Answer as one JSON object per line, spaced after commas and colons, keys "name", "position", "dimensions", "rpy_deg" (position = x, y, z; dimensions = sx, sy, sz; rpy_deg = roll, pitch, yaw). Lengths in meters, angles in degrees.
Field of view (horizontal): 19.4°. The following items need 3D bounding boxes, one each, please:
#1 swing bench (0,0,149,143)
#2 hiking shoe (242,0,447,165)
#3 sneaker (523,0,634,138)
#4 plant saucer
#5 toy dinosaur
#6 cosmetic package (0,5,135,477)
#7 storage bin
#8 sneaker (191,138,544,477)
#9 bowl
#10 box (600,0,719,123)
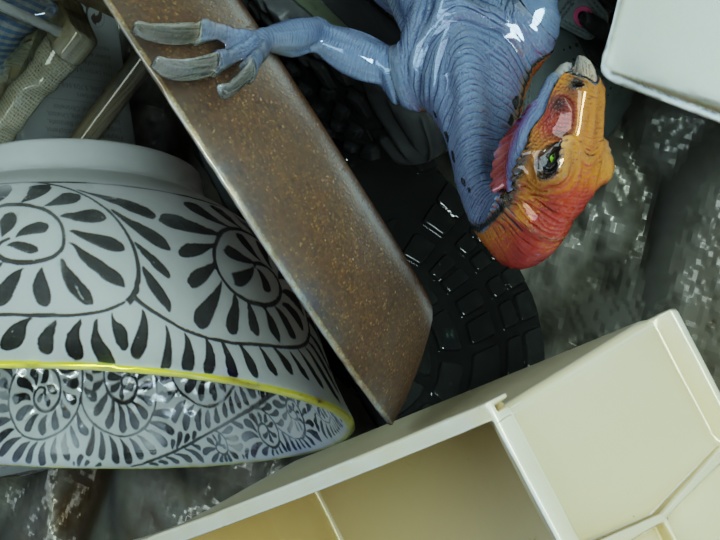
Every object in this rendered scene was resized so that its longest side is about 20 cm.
{"name": "swing bench", "position": [-0.203, -0.067, 0.774], "dimensions": [0.130, 0.200, 0.199], "rpy_deg": [45, 107, 24]}
{"name": "hiking shoe", "position": [-0.010, -0.125, 0.744], "dimensions": [0.101, 0.076, 0.200], "rpy_deg": [-33, 63, -10]}
{"name": "sneaker", "position": [0.116, -0.102, 0.687], "dimensions": [0.121, 0.084, 0.200], "rpy_deg": [34, 108, 45]}
{"name": "plant saucer", "position": [-0.033, -0.044, 0.651], "dimensions": [0.034, 0.200, 0.200], "rpy_deg": [-33, 65, 1]}
{"name": "toy dinosaur", "position": [0.041, -0.080, 0.577], "dimensions": [0.105, 0.200, 0.182], "rpy_deg": [-34, 65, 35]}
{"name": "cosmetic package", "position": [-0.149, -0.017, 0.901], "dimensions": [0.102, 0.074, 0.200], "rpy_deg": [-18, 76, 36]}
{"name": "storage bin", "position": [0.048, 0.139, 0.673], "dimensions": [0.200, 0.094, 0.199], "rpy_deg": [-27, 91, 46]}
{"name": "sneaker", "position": [0.000, 0.000, 0.796], "dimensions": [0.200, 0.076, 0.088], "rpy_deg": [63, 153, 13]}
{"name": "bowl", "position": [-0.101, 0.010, 0.748], "dimensions": [0.201, 0.201, 0.094], "rpy_deg": [-11, 71, 38]}
{"name": "box", "position": [0.174, -0.087, 0.559], "dimensions": [0.109, 0.200, 0.128], "rpy_deg": [24, 103, 38]}
